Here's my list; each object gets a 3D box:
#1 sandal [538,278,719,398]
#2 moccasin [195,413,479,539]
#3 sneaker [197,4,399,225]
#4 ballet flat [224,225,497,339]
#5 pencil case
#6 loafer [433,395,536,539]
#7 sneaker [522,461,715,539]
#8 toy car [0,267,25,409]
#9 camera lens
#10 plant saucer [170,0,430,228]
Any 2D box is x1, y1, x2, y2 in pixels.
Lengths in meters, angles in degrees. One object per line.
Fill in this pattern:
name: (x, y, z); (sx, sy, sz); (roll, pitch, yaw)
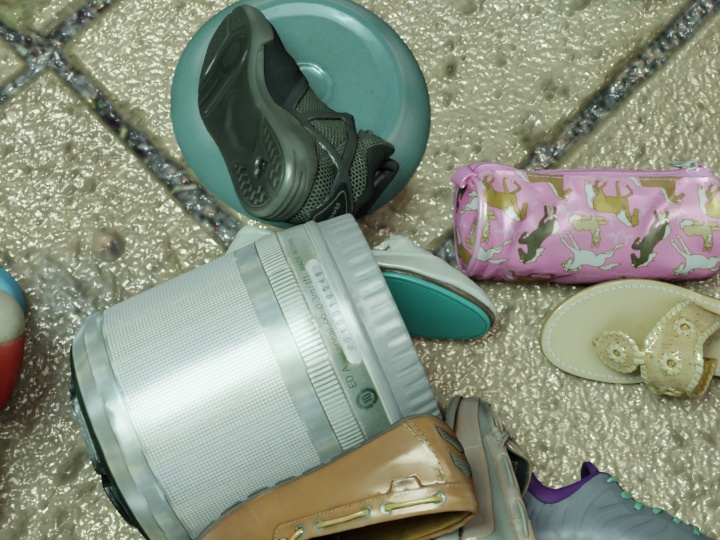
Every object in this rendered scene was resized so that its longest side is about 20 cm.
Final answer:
sandal: (0.236, 0.055, 0.881); (0.210, 0.070, 0.078); (6, 103, -8)
moccasin: (-0.023, 0.159, 0.711); (0.200, 0.074, 0.078); (-27, 55, 12)
sneaker: (-0.045, -0.099, 0.876); (0.114, 0.076, 0.200); (20, 32, -40)
ballet flat: (0.000, 0.000, 0.890); (0.198, 0.070, 0.070); (8, 70, -4)
pencil case: (0.163, -0.035, 0.910); (0.198, 0.083, 0.087); (-1, 71, -7)
loafer: (0.082, 0.140, 0.790); (0.062, 0.200, 0.073); (-5, 110, 9)
sneaker: (0.186, 0.171, 0.846); (0.198, 0.075, 0.088); (7, 65, -4)
toy car: (-0.298, 0.105, 0.777); (0.175, 0.184, 0.202); (3, 98, -7)
camera lens: (-0.068, 0.071, 0.783); (0.199, 0.160, 0.161); (-24, 75, -2)
plant saucer: (-0.042, -0.131, 0.941); (0.198, 0.036, 0.202); (3, 70, -7)
